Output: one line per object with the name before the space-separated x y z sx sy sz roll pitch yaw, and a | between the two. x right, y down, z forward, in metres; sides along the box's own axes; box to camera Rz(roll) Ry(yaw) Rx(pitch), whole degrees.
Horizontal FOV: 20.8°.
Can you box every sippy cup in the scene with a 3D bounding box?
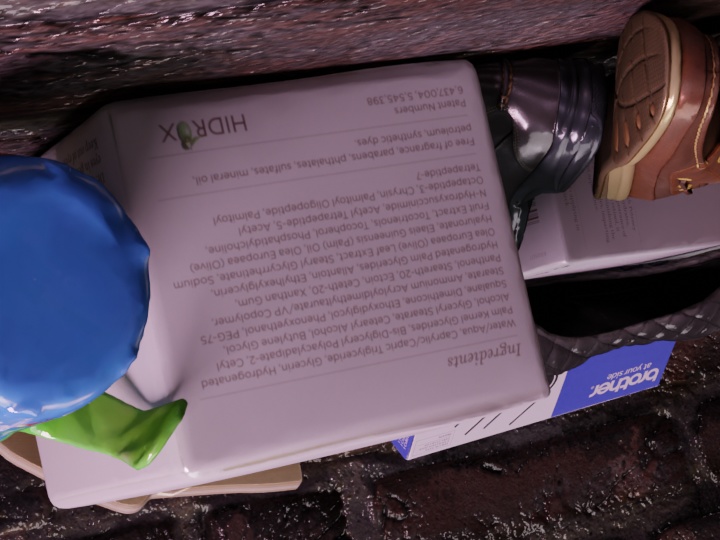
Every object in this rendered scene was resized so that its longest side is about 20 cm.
sippy cup | -0.151 0.010 0.775 0.177 0.140 0.130 3 176 -34

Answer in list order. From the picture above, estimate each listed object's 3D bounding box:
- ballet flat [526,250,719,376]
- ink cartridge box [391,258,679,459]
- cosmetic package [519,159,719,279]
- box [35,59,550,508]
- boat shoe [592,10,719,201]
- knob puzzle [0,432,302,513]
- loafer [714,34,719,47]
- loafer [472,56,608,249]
ballet flat | 0.136 0.019 1.147 0.199 0.067 0.057 -10 138 -27
ink cartridge box | 0.110 0.048 1.220 0.199 0.044 0.094 -13 136 -30
cosmetic package | 0.150 -0.053 1.158 0.200 0.102 0.074 -5 173 -45
box | -0.051 0.011 0.960 0.199 0.172 0.199 -9 174 -27
boat shoe | 0.154 -0.076 0.946 0.067 0.072 0.200 5 171 2
knob puzzle | -0.142 0.047 1.075 0.219 0.220 0.030 -9 150 -27
loafer | 0.266 -0.110 0.984 0.199 0.072 0.063 -11 170 8
loafer | 0.058 -0.051 1.027 0.072 0.073 0.200 12 145 -14
